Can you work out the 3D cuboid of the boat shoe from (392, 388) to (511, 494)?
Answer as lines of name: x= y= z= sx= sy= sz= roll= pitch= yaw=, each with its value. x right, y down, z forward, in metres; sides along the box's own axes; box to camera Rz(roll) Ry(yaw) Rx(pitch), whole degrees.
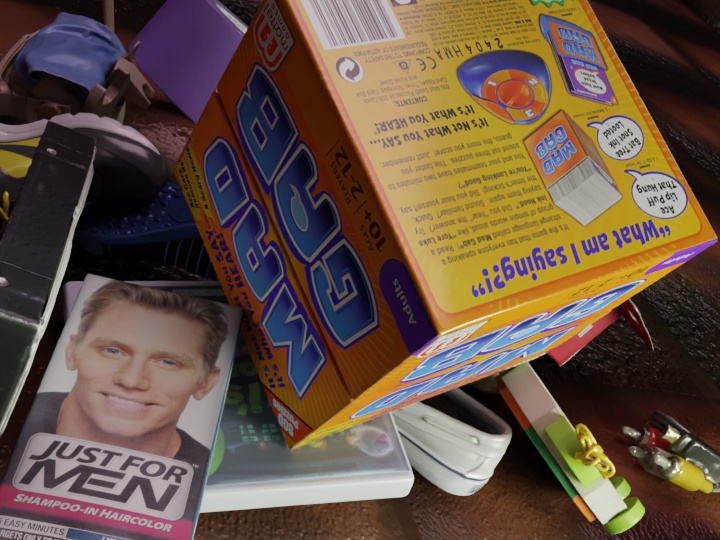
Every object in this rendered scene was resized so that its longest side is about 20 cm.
boat shoe: x=0.022 y=0.078 z=0.787 sx=0.200 sy=0.065 sz=0.074 roll=35 pitch=28 yaw=8

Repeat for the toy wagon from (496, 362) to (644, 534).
toy wagon: x=0.147 y=0.120 z=0.785 sx=0.155 sy=0.040 sz=0.200 roll=55 pitch=6 yaw=2

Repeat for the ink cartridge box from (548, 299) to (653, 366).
ink cartridge box: x=0.164 y=0.013 z=0.933 sx=0.176 sy=0.084 sz=0.200 roll=52 pitch=7 yaw=23

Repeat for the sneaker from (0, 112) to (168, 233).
sneaker: x=-0.237 y=-0.059 z=0.751 sx=0.200 sy=0.075 sz=0.085 roll=2 pitch=53 yaw=-3

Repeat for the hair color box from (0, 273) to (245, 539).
hair color box: x=-0.130 y=0.095 z=0.583 sx=0.100 sy=0.061 sz=0.200 roll=13 pitch=39 yaw=-6

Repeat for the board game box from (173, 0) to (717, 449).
board game box: x=0.038 y=-0.041 z=0.638 sx=0.200 sy=0.200 sz=0.200 roll=-16 pitch=73 yaw=-31

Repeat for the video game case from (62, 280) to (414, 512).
video game case: x=-0.083 y=0.073 z=0.688 sx=0.200 sy=0.023 sz=0.182 roll=0 pitch=43 yaw=-20

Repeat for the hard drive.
hard drive: x=-0.199 y=0.019 z=0.608 sx=0.038 sy=0.140 sz=0.200 roll=21 pitch=28 yaw=-18

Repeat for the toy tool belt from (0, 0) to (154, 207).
toy tool belt: x=-0.233 y=-0.147 z=0.865 sx=0.125 sy=0.123 sz=0.200 roll=20 pitch=30 yaw=-18

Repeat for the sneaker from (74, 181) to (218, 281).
sneaker: x=-0.117 y=-0.020 z=0.787 sx=0.200 sy=0.078 sz=0.070 roll=-1 pitch=42 yaw=22

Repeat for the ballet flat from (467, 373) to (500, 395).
ballet flat: x=0.083 y=0.033 z=0.944 sx=0.066 sy=0.057 sz=0.200 roll=12 pitch=33 yaw=-29

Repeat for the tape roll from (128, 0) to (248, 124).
tape roll: x=-0.111 y=-0.171 z=0.989 sx=0.200 sy=0.085 sz=0.200 roll=42 pitch=7 yaw=-6

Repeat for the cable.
cable: x=0.316 y=0.191 z=0.953 sx=0.200 sy=0.050 sz=0.097 roll=36 pitch=9 yaw=-15
